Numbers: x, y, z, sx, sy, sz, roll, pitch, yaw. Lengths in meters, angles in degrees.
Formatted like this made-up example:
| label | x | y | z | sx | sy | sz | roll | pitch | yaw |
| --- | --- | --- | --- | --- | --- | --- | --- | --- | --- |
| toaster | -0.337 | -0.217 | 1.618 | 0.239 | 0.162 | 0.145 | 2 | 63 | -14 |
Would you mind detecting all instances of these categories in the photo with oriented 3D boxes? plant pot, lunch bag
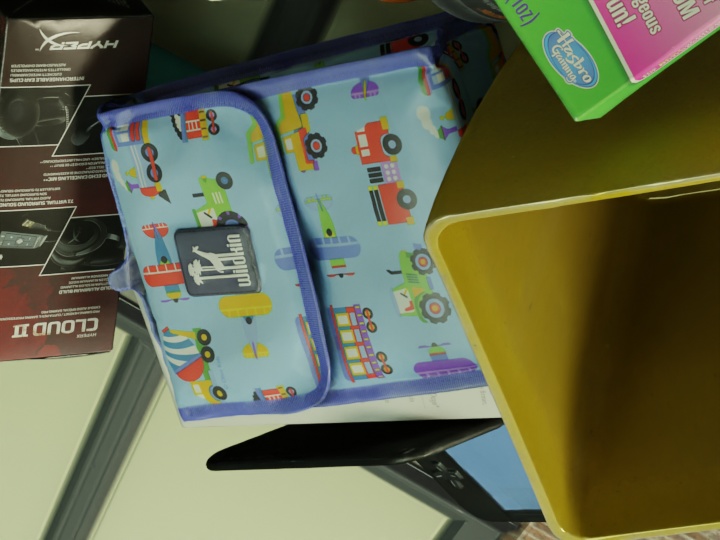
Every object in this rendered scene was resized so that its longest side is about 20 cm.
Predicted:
| label | x | y | z | sx | sy | sz | roll | pitch | yaw |
| --- | --- | --- | --- | --- | --- | --- | --- | --- | --- |
| plant pot | 0.156 | -0.026 | 1.066 | 0.199 | 0.177 | 0.200 | -9 | 133 | 18 |
| lunch bag | -0.024 | -0.020 | 1.147 | 0.199 | 0.094 | 0.151 | -11 | 104 | 24 |

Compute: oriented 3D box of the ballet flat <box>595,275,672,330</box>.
| label | x | y | z | sx | sy | sz | roll | pitch | yaw |
| --- | --- | --- | --- | --- | --- | --- | --- | --- | --- |
| ballet flat | 0.169 | 0.028 | 1.208 | 0.199 | 0.070 | 0.070 | 4 | 144 | -4 |

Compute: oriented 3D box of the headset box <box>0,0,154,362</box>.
| label | x | y | z | sx | sy | sz | roll | pitch | yaw |
| --- | --- | --- | --- | --- | --- | --- | --- | --- | --- |
| headset box | -0.168 | -0.062 | 1.242 | 0.149 | 0.077 | 0.201 | -128 | 42 | -51 |

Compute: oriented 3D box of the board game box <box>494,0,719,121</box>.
| label | x | y | z | sx | sy | sz | roll | pitch | yaw |
| --- | --- | --- | --- | --- | --- | --- | --- | --- | --- |
| board game box | 0.119 | -0.172 | 0.915 | 0.200 | 0.040 | 0.153 | -36 | 85 | 19 |

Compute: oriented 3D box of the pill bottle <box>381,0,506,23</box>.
| label | x | y | z | sx | sy | sz | roll | pitch | yaw |
| --- | --- | --- | --- | --- | --- | --- | --- | --- | --- |
| pill bottle | 0.081 | -0.160 | 1.040 | 0.199 | 0.106 | 0.106 | -8 | 131 | 41 |

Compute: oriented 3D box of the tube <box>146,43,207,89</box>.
| label | x | y | z | sx | sy | sz | roll | pitch | yaw |
| --- | --- | --- | --- | --- | --- | --- | --- | --- | --- |
| tube | -0.144 | -0.107 | 1.325 | 0.199 | 0.050 | 0.078 | 28 | 137 | 12 |

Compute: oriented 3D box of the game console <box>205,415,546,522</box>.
| label | x | y | z | sx | sy | sz | roll | pitch | yaw |
| --- | --- | --- | --- | --- | --- | --- | --- | --- | --- |
| game console | 0.049 | 0.114 | 1.374 | 0.176 | 0.117 | 0.200 | 46 | 153 | -23 |

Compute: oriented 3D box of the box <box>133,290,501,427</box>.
| label | x | y | z | sx | sy | sz | roll | pitch | yaw |
| --- | --- | --- | --- | --- | --- | --- | --- | --- | --- |
| box | 0.000 | 0.000 | 1.258 | 0.199 | 0.098 | 0.125 | -2 | 137 | 11 |
